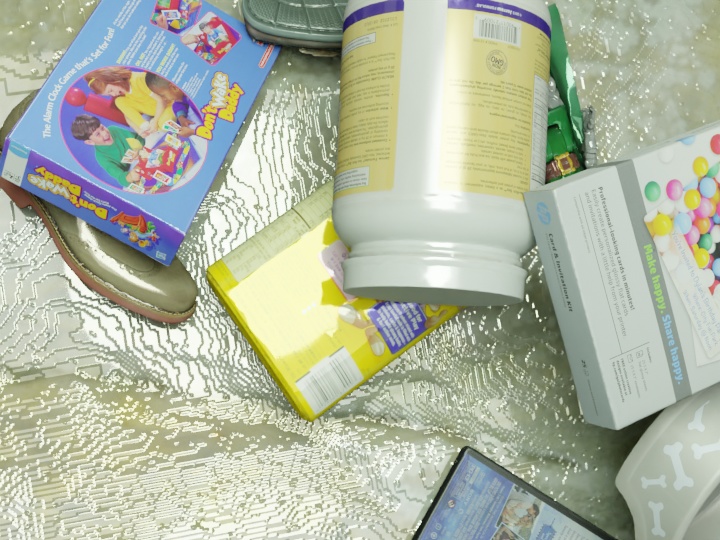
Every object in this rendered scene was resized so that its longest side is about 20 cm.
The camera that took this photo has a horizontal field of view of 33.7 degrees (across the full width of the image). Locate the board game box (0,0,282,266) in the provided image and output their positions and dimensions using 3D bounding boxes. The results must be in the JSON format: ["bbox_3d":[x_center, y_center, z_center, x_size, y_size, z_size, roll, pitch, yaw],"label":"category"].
[{"bbox_3d":[-0.153,-0.119,0.859,0.133,0.045,0.202,29,53,-9],"label":"board game box"}]

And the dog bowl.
[{"bbox_3d":[0.268,0.156,0.877,0.199,0.201,0.059,-38,49,-11],"label":"dog bowl"}]

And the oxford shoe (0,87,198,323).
[{"bbox_3d":[-0.187,-0.046,0.868,0.200,0.071,0.075,43,119,-4],"label":"oxford shoe"}]

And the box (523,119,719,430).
[{"bbox_3d":[0.215,-0.007,0.771,0.198,0.041,0.158,-20,99,-22],"label":"box"}]

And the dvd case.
[{"bbox_3d":[0.130,0.250,0.931,0.199,0.018,0.144,32,79,-4],"label":"dvd case"}]

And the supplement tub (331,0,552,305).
[{"bbox_3d":[0.054,-0.083,0.798,0.143,0.145,0.203,5,84,-9],"label":"supplement tub"}]

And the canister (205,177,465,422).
[{"bbox_3d":[0.000,0.000,0.900,0.199,0.087,0.149,-35,90,-9],"label":"canister"}]

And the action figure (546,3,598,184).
[{"bbox_3d":[0.150,-0.105,0.954,0.117,0.055,0.202,-23,93,-14],"label":"action figure"}]

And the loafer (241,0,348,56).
[{"bbox_3d":[0.005,-0.192,0.922,0.197,0.063,0.073,-9,59,-14],"label":"loafer"}]
